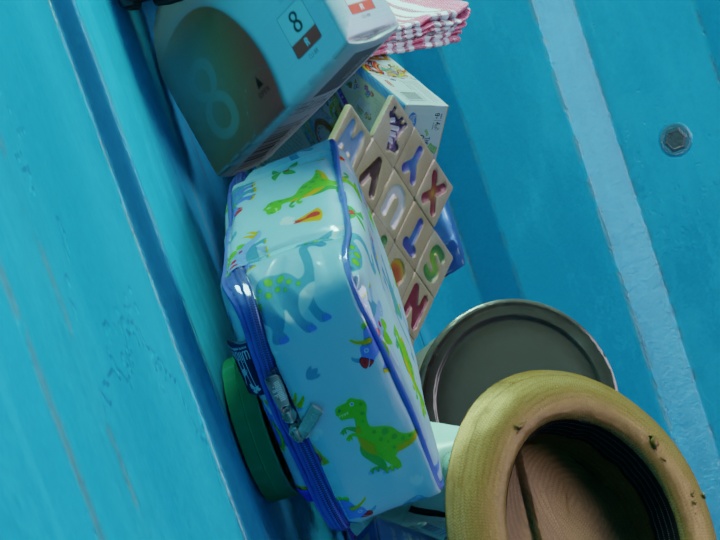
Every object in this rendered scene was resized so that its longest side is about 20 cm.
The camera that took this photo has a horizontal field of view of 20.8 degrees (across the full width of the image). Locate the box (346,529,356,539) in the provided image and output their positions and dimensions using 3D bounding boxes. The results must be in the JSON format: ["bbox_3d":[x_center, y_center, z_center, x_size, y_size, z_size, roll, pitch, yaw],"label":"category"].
[{"bbox_3d":[-0.018,0.078,1.352,0.201,0.039,0.138,-102,172,-57],"label":"box"}]

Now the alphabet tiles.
[{"bbox_3d":[0.000,0.000,1.222,0.167,0.006,0.201,54,54,-46],"label":"alphabet tiles"}]

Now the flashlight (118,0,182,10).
[{"bbox_3d":[-0.137,-0.248,1.081,0.068,0.067,0.202,-13,-88,56],"label":"flashlight"}]

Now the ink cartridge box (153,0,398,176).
[{"bbox_3d":[-0.079,-0.177,1.109,0.201,0.050,0.162,57,-39,6],"label":"ink cartridge box"}]

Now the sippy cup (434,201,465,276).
[{"bbox_3d":[0.013,-0.029,1.613,0.140,0.129,0.179,59,13,-74],"label":"sippy cup"}]

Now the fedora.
[{"bbox_3d":[0.107,0.157,1.065,0.082,0.199,0.202,-39,-117,50],"label":"fedora"}]

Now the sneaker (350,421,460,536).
[{"bbox_3d":[0.052,0.133,1.198,0.200,0.117,0.075,36,61,-74],"label":"sneaker"}]

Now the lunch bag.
[{"bbox_3d":[-0.015,0.034,1.051,0.200,0.082,0.162,-99,167,-64],"label":"lunch bag"}]

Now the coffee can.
[{"bbox_3d":[0.086,0.114,1.424,0.200,0.145,0.148,134,-61,-71],"label":"coffee can"}]

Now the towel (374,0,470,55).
[{"bbox_3d":[-0.027,-0.191,1.367,0.199,0.146,0.030,-18,130,-57],"label":"towel"}]

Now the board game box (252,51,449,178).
[{"bbox_3d":[-0.013,-0.091,1.362,0.200,0.034,0.136,47,-50,51],"label":"board game box"}]

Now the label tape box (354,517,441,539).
[{"bbox_3d":[0.085,0.236,1.110,0.199,0.066,0.144,24,29,-27],"label":"label tape box"}]

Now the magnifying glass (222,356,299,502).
[{"bbox_3d":[-0.043,0.091,1.095,0.200,0.022,0.080,55,17,-79],"label":"magnifying glass"}]

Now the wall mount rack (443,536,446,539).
[{"bbox_3d":[0.067,0.288,1.383,0.174,0.074,0.201,-56,136,-40],"label":"wall mount rack"}]
